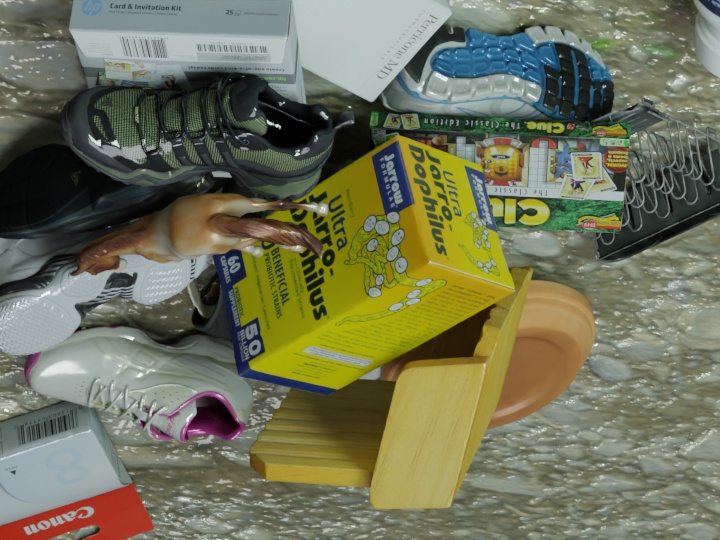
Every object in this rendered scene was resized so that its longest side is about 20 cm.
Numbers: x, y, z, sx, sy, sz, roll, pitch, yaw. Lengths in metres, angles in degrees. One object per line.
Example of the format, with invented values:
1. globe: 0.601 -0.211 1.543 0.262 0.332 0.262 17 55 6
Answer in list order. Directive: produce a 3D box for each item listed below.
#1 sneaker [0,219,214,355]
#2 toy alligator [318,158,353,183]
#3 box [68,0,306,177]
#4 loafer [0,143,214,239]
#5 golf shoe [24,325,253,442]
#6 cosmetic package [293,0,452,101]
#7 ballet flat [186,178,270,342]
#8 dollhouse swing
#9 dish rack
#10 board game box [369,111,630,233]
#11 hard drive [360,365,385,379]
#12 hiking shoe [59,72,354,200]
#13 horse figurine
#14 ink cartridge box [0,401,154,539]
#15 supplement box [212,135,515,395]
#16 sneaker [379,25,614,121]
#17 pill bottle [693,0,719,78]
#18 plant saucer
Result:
1. sneaker: -0.213 -0.020 1.656 0.199 0.115 0.075 -26 138 -12
2. toy alligator: -0.026 -0.019 1.744 0.054 0.059 0.201 -34 154 -47
3. box: -0.118 -0.132 1.543 0.154 0.042 0.200 3 152 5
4. loafer: -0.201 -0.055 1.592 0.199 0.073 0.072 -10 153 33
5. golf shoe: -0.183 0.099 1.789 0.198 0.092 0.076 2 135 -16
6. cosmetic package: -0.043 -0.213 1.531 0.199 0.072 0.101 23 124 -34
7. ballet flat: -0.109 -0.014 1.717 0.068 0.068 0.201 5 134 -3
8. dollhouse swing: 0.023 0.079 1.710 0.174 0.200 0.183 17 116 10
9. dish rack: 0.214 -0.073 1.706 0.153 0.055 0.199 -27 156 28
10. board game box: 0.107 -0.075 1.641 0.198 0.024 0.105 3 140 5
11. hard drive: 0.012 0.037 1.828 0.199 0.026 0.132 -29 134 12
12. hiking shoe: -0.107 -0.108 1.479 0.198 0.076 0.101 5 149 -24
13. horse figurine: -0.109 -0.026 1.535 0.132 0.050 0.199 1 175 -36
14. ink cartridge box: -0.285 0.211 1.901 0.159 0.047 0.201 -18 134 2
15. supplement box: 0.000 0.000 1.611 0.199 0.110 0.109 -31 151 32
16. sneaker: 0.104 -0.145 1.654 0.198 0.076 0.087 6 160 -26
17. pill bottle: 0.304 -0.241 1.567 0.115 0.116 0.201 -7 135 -8
18. plant saucer: 0.117 0.084 1.871 0.198 0.038 0.201 -14 145 -10
